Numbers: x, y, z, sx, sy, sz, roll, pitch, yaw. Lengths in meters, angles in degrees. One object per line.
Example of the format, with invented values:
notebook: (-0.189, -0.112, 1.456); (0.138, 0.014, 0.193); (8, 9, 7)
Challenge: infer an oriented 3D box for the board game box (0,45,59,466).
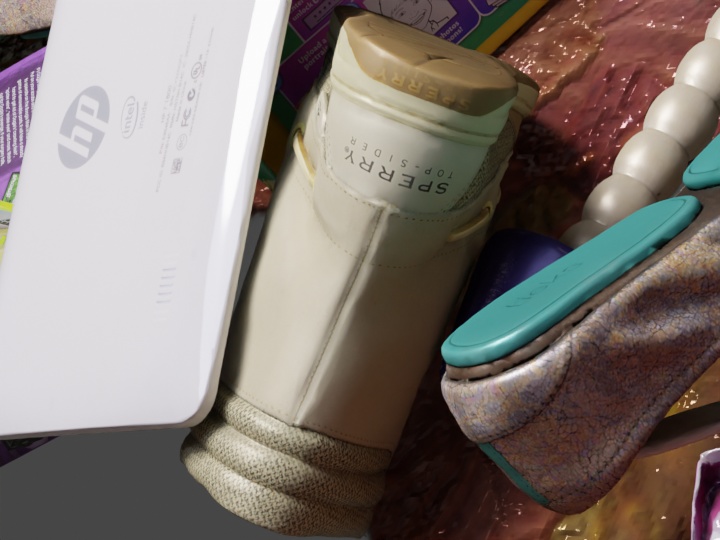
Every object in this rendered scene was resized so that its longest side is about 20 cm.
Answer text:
board game box: (-0.132, -0.007, 1.079); (0.120, 0.032, 0.200); (-31, 37, 19)

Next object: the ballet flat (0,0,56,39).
ballet flat: (-0.148, -0.127, 1.178); (0.200, 0.067, 0.068); (-15, 26, 30)

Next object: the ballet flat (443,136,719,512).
ballet flat: (0.110, -0.002, 0.800); (0.200, 0.067, 0.068); (-36, 13, -17)

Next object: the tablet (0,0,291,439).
tablet: (-0.070, -0.046, 0.895); (0.130, 0.014, 0.200); (-7, 67, 50)

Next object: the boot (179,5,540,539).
boot: (0.000, 0.000, 0.902); (0.200, 0.073, 0.156); (-79, 9, -83)

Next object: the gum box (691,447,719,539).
gum box: (0.123, 0.141, 0.616); (0.066, 0.114, 0.200); (-19, 41, 27)

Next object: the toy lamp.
toy lamp: (0.091, -0.036, 0.880); (0.058, 0.058, 0.200); (11, 60, 48)

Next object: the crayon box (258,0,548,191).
crayon box: (0.012, -0.130, 0.997); (0.200, 0.119, 0.058); (-42, 36, -2)
